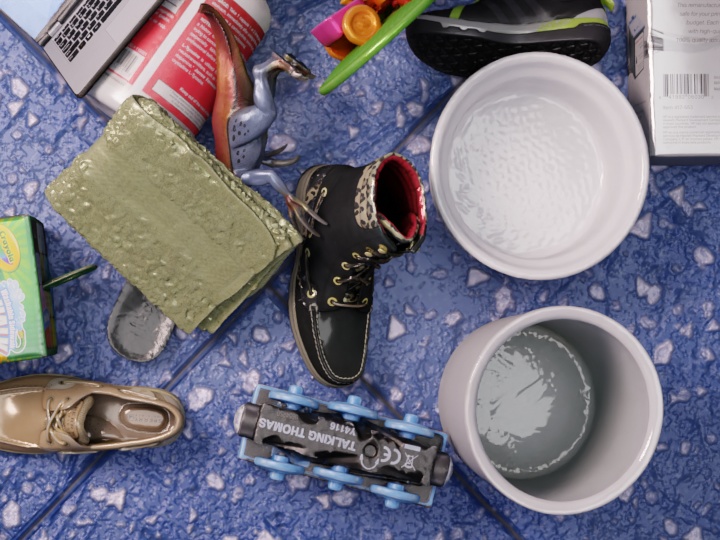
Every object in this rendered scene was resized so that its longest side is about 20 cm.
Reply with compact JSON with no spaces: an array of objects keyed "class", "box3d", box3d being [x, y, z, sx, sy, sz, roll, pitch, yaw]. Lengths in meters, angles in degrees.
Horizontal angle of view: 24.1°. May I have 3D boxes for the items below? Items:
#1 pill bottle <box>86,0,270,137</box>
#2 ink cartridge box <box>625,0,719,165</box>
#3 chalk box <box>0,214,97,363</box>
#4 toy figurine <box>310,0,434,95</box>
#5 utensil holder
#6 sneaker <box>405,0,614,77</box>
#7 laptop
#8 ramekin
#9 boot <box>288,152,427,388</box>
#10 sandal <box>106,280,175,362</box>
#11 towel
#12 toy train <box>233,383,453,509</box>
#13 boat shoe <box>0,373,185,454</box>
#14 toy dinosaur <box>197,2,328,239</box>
[{"class":"pill bottle","box3d":[-0.152,-0.212,1.504,0.112,0.112,0.201,35,85,-3]},{"class":"ink cartridge box","box3d":[0.326,-0.202,1.564,0.145,0.086,0.203,-1,87,-6]},{"class":"chalk box","box3d":[-0.329,0.022,1.471,0.197,0.125,0.126,-6,88,-5]},{"class":"toy figurine","box3d":[-0.017,-0.284,1.436,0.200,0.150,0.184,-43,98,-18]},{"class":"utensil holder","box3d":[0.159,0.119,1.478,0.168,0.200,0.172,0,87,-5]},{"class":"sneaker","box3d":[0.138,-0.232,1.568,0.197,0.072,0.084,1,64,-7]},{"class":"laptop","box3d":[-0.252,-0.287,1.483,0.188,0.200,0.116,-49,126,5]},{"class":"ramekin","box3d":[0.155,-0.091,1.537,0.198,0.098,0.203,0,87,-5]},{"class":"boot","box3d":[-0.001,-0.001,1.485,0.073,0.153,0.206,-1,85,-28]},{"class":"sandal","box3d":[-0.174,-0.014,1.526,0.074,0.048,0.203,16,86,-5]},{"class":"towel","box3d":[-0.163,-0.045,1.463,0.200,0.037,0.148,41,114,-15]},{"class":"toy train","box3d":[-0.017,0.155,1.502,0.198,0.114,0.088,14,84,-5]},{"class":"boat shoe","box3d":[-0.256,0.128,1.504,0.197,0.065,0.072,-2,88,-6]},{"class":"toy dinosaur","box3d":[-0.108,-0.111,1.492,0.199,0.105,0.182,35,101,-13]}]
